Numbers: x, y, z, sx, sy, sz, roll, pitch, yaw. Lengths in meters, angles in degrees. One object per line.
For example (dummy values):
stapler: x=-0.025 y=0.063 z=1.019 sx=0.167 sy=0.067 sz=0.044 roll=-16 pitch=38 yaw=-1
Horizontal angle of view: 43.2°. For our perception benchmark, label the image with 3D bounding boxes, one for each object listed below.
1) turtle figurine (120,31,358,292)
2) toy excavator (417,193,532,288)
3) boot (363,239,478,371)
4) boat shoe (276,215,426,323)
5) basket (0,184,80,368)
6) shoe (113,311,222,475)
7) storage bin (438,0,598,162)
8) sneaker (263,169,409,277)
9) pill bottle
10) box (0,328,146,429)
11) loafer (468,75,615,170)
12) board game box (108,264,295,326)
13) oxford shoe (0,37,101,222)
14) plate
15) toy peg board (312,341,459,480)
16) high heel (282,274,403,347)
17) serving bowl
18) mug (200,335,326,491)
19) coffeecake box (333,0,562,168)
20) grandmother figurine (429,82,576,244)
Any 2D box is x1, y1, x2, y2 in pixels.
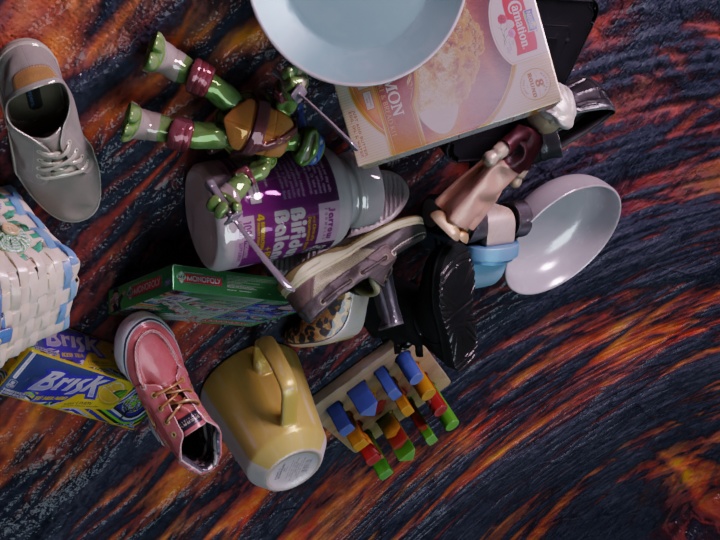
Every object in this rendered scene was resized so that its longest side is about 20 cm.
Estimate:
turtle figurine: x=-0.110 y=-0.123 z=0.819 sx=0.191 sy=0.203 sz=0.144 roll=18 pitch=138 yaw=-21
toy excavator: x=0.123 y=-0.003 z=1.199 sx=0.098 sy=0.193 sz=0.204 roll=-6 pitch=108 yaw=-33
boot: x=0.067 y=0.031 z=1.158 sx=0.073 sy=0.161 sz=0.201 roll=-38 pitch=135 yaw=-32
boat shoe: x=0.000 y=0.000 z=1.011 sx=0.199 sy=0.067 sz=0.072 roll=-25 pitch=173 yaw=-32
basket: x=-0.362 y=0.009 z=0.785 sx=0.199 sy=0.176 sz=0.140 roll=-28 pitch=149 yaw=-42
shoe: x=-0.208 y=0.140 z=1.015 sx=0.071 sy=0.090 sz=0.203 roll=-33 pitch=135 yaw=-27
storage bin: x=0.151 y=-0.228 z=0.991 sx=0.133 sy=0.094 sz=0.202 roll=-8 pitch=135 yaw=-32
sneaker: x=-0.033 y=-0.051 z=1.078 sx=0.198 sy=0.075 sz=0.082 roll=-30 pitch=174 yaw=-15
pill bottle: x=-0.077 y=-0.072 z=0.966 sx=0.197 sy=0.113 sz=0.113 roll=-13 pitch=139 yaw=-26
box: x=-0.317 y=0.114 z=1.017 sx=0.064 sy=0.070 sz=0.199 roll=-47 pitch=143 yaw=9
loafer: x=0.226 y=-0.167 z=1.135 sx=0.199 sy=0.071 sz=0.068 roll=-34 pitch=144 yaw=-2
board game box: x=-0.163 y=0.032 z=1.024 sx=0.198 sy=0.030 sz=0.133 roll=9 pitch=162 yaw=-44
oxford shoe: x=-0.276 y=-0.110 z=0.814 sx=0.074 sy=0.058 sz=0.202 roll=-23 pitch=144 yaw=-19
plate: x=-0.003 y=-0.263 z=0.796 sx=0.199 sy=0.202 sz=0.026 roll=-35 pitch=-172 yaw=0
toy peg board: x=0.050 y=0.218 z=1.402 sx=0.199 sy=0.098 sz=0.200 roll=-36 pitch=144 yaw=1
high heel: x=-0.037 y=0.018 z=1.164 sx=0.198 sy=0.145 sz=0.071 roll=-17 pitch=174 yaw=36
serving bowl: x=0.272 y=-0.061 z=1.294 sx=0.197 sy=0.066 sz=0.202 roll=-21 pitch=141 yaw=-18
mug: x=-0.125 y=0.195 z=1.191 sx=0.148 sy=0.154 sz=0.187 roll=-34 pitch=144 yaw=0
coffeecake box: x=0.072 y=-0.200 z=0.855 sx=0.197 sy=0.156 sz=0.073 roll=-17 pitch=-177 yaw=7
grandmother figurine: x=0.159 y=-0.121 z=0.995 sx=0.201 sy=0.061 sz=0.121 roll=-49 pitch=169 yaw=13
